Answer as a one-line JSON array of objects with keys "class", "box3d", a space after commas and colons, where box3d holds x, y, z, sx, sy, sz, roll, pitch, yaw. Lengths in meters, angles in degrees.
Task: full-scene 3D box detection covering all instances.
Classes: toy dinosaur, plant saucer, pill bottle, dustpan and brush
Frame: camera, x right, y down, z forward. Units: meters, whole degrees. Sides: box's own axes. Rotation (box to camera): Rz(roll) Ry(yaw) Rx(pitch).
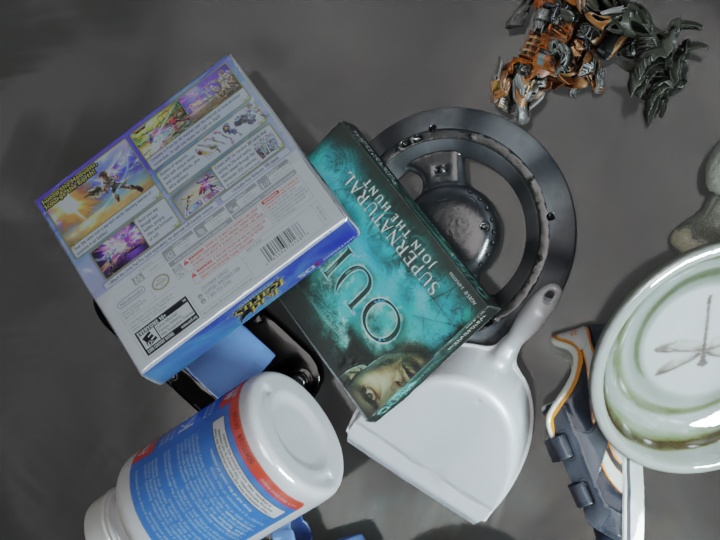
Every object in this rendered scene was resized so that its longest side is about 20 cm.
[{"class": "toy dinosaur", "box3d": [0.189, -0.191, 1.160, 0.136, 0.102, 0.200, 45, 118, 22]}, {"class": "plant saucer", "box3d": [0.256, 0.056, 1.104, 0.200, 0.050, 0.200, -7, 121, -11]}, {"class": "pill bottle", "box3d": [-0.121, 0.172, 1.180, 0.200, 0.112, 0.112, -34, 86, 24]}, {"class": "dustpan and brush", "box3d": [0.095, 0.090, 1.173, 0.139, 0.057, 0.200, 33, 124, -3]}]

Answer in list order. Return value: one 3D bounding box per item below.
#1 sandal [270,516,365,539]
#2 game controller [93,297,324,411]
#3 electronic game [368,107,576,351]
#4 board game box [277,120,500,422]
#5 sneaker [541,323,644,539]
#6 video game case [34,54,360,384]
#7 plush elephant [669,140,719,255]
[{"class": "sandal", "box3d": [-0.013, 0.250, 1.198, 0.200, 0.079, 0.087, 18, 90, 6]}, {"class": "game controller", "box3d": [-0.125, 0.054, 1.229, 0.200, 0.042, 0.104, 42, 96, 7]}, {"class": "electronic game", "box3d": [0.073, -0.030, 1.198, 0.200, 0.042, 0.200, 0, 89, 16]}, {"class": "board game box", "box3d": [0.000, 0.000, 1.174, 0.135, 0.028, 0.200, -45, 65, 17]}, {"class": "sneaker", "box3d": [0.181, 0.141, 1.167, 0.079, 0.078, 0.200, 0, 79, 4]}, {"class": "video game case", "box3d": [-0.130, -0.041, 1.183, 0.200, 0.045, 0.181, -36, 68, 3]}, {"class": "plush elephant", "box3d": [0.343, -0.072, 1.100, 0.165, 0.155, 0.200, 24, 94, 7]}]
